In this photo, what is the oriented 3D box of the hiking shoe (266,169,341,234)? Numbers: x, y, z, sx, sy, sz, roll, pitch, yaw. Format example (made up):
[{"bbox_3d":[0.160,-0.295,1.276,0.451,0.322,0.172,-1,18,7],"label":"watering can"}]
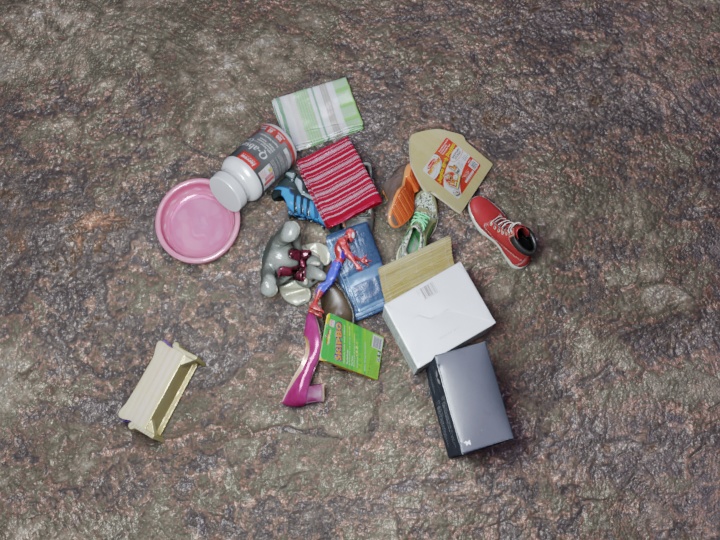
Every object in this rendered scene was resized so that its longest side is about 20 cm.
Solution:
[{"bbox_3d":[-0.125,-0.139,1.779,0.087,0.075,0.200,-44,69,-4],"label":"hiking shoe"}]

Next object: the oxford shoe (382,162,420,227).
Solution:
[{"bbox_3d":[0.084,-0.167,1.758,0.071,0.072,0.202,-9,38,31],"label":"oxford shoe"}]

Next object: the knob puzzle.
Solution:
[{"bbox_3d":[0.193,-0.249,1.801,0.214,0.031,0.225,8,65,-17],"label":"knob puzzle"}]

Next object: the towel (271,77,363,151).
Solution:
[{"bbox_3d":[-0.104,-0.383,1.860,0.195,0.031,0.153,-19,76,-6],"label":"towel"}]

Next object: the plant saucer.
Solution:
[{"bbox_3d":[-0.373,-0.110,1.772,0.194,0.051,0.206,0,75,-1],"label":"plant saucer"}]

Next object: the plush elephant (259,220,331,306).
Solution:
[{"bbox_3d":[-0.140,-0.009,1.701,0.152,0.200,0.169,22,88,-17],"label":"plush elephant"}]

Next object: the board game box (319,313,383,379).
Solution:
[{"bbox_3d":[-0.021,0.164,1.638,0.029,0.199,0.098,-2,70,36],"label":"board game box"}]

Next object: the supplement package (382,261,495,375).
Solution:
[{"bbox_3d":[0.168,0.107,1.685,0.197,0.111,0.158,-28,77,-8],"label":"supplement package"}]

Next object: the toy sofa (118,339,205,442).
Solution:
[{"bbox_3d":[-0.427,0.258,1.654,0.096,0.083,0.203,23,75,11],"label":"toy sofa"}]

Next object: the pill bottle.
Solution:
[{"bbox_3d":[-0.245,-0.233,1.749,0.115,0.117,0.201,36,60,9],"label":"pill bottle"}]

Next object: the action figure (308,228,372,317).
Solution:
[{"bbox_3d":[-0.033,0.010,1.644,0.097,0.065,0.204,21,73,-5],"label":"action figure"}]

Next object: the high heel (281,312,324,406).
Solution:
[{"bbox_3d":[-0.132,0.194,1.683,0.093,0.067,0.206,-2,87,-11],"label":"high heel"}]

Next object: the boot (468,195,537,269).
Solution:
[{"bbox_3d":[0.323,-0.106,1.728,0.072,0.145,0.201,-36,76,-8],"label":"boot"}]

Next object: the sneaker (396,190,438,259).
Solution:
[{"bbox_3d":[0.136,-0.096,1.752,0.075,0.089,0.205,14,74,4],"label":"sneaker"}]

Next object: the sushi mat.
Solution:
[{"bbox_3d":[0.128,0.000,1.714,0.196,0.098,0.012,-25,32,-20],"label":"sushi mat"}]

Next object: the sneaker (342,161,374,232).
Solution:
[{"bbox_3d":[0.001,-0.159,1.765,0.075,0.082,0.206,2,74,-16],"label":"sneaker"}]

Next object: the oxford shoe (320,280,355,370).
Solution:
[{"bbox_3d":[-0.055,0.118,1.673,0.071,0.084,0.205,-18,81,26],"label":"oxford shoe"}]

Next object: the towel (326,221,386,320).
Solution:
[{"bbox_3d":[0.000,0.000,1.719,0.109,0.049,0.205,-21,93,-8],"label":"towel"}]

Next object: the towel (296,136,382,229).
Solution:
[{"bbox_3d":[-0.050,-0.202,1.738,0.142,0.023,0.203,-25,64,-5],"label":"towel"}]

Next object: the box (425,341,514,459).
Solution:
[{"bbox_3d":[0.221,0.274,1.593,0.114,0.200,0.202,-14,75,-5],"label":"box"}]
